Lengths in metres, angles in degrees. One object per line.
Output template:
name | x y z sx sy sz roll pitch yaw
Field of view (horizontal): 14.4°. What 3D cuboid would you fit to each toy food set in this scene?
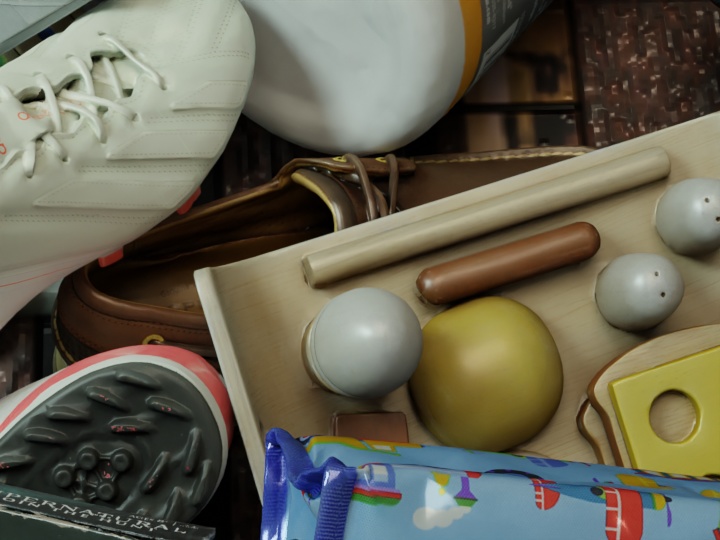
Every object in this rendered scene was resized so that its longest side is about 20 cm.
toy food set | 0.062 0.040 0.838 0.199 0.060 0.145 -17 88 -12

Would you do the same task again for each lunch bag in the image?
lunch bag | 0.042 0.153 0.765 0.149 0.094 0.202 7 91 -12

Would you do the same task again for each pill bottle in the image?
pill bottle | 0.030 -0.136 0.943 0.116 0.117 0.200 29 50 16

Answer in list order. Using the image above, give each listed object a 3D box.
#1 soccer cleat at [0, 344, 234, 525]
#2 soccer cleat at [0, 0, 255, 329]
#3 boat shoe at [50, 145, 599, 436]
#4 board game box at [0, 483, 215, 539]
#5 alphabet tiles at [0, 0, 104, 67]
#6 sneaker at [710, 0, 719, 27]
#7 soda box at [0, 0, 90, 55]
soccer cleat | -0.126 0.081 0.837 0.199 0.073 0.069 -27 95 8
soccer cleat | -0.101 -0.030 0.828 0.069 0.078 0.200 29 59 27
boat shoe | -0.001 0.000 0.892 0.199 0.068 0.072 -15 56 -12
board game box | -0.148 0.117 0.792 0.198 0.028 0.136 12 98 5
alphabet tiles | -0.125 -0.133 0.936 0.200 0.006 0.166 50 37 -2
sneaker | 0.145 -0.089 0.913 0.089 0.200 0.079 5 97 17
soda box | -0.097 -0.160 0.920 0.063 0.068 0.201 -25 31 30
